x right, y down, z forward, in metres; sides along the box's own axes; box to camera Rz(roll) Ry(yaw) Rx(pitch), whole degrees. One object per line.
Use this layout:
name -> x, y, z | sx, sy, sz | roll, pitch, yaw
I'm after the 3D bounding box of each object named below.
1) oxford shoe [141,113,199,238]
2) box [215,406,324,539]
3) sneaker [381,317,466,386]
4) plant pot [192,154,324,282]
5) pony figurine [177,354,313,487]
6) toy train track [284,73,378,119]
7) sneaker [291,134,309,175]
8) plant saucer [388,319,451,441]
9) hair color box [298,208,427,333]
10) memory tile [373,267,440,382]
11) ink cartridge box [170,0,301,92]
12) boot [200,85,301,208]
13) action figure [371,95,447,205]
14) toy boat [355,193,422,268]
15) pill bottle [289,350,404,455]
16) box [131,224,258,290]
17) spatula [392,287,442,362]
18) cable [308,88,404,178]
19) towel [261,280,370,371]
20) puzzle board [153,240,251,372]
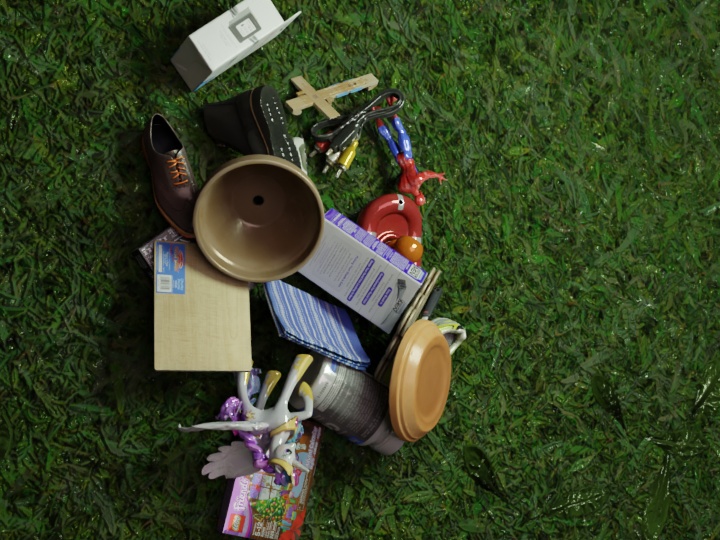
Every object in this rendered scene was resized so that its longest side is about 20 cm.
oxford shoe -> -0.291, -0.146, 1.338 | 0.070, 0.073, 0.202 | -22, 77, -21
box -> -0.145, 0.337, 1.415 | 0.135, 0.039, 0.203 | 18, 76, -25
sneaker -> 0.108, 0.153, 1.550 | 0.200, 0.076, 0.076 | -43, 107, -22
plant pot -> -0.156, -0.091, 1.334 | 0.197, 0.093, 0.204 | -3, 117, -6
pony figurine -> -0.160, 0.233, 1.318 | 0.168, 0.190, 0.203 | 70, 20, -51
toy train track -> -0.051, -0.306, 1.532 | 0.198, 0.033, 0.115 | -26, 62, -33
sneaker -> -0.129, -0.125, 1.469 | 0.087, 0.077, 0.204 | -4, 86, -1
plant saucer -> 0.105, 0.184, 1.432 | 0.199, 0.037, 0.204 | -20, 113, -60
hair color box -> 0.000, 0.000, 1.449 | 0.199, 0.110, 0.065 | 35, 24, 3
memory tile -> 0.080, 0.089, 1.473 | 0.017, 0.155, 0.200 | 29, 32, 7
ink cartridge box -> -0.204, -0.384, 1.415 | 0.200, 0.115, 0.067 | -42, 103, -26
boot -> -0.179, -0.192, 1.419 | 0.077, 0.136, 0.203 | -31, 114, -56
action figure -> 0.090, -0.213, 1.581 | 0.098, 0.065, 0.203 | -4, 74, -55
toy boat -> 0.064, -0.035, 1.514 | 0.129, 0.130, 0.204 | 4, 83, -28
pill bottle -> -0.013, 0.223, 1.456 | 0.199, 0.113, 0.115 | 34, 70, -20
box -> -0.240, -0.021, 1.394 | 0.199, 0.050, 0.159 | -39, 103, -26
spatula -> 0.114, 0.098, 1.552 | 0.021, 0.056, 0.201 | 62, 38, -34
cable -> -0.011, -0.256, 1.530 | 0.097, 0.051, 0.200 | 40, 72, 18
towel -> -0.072, 0.082, 1.413 | 0.199, 0.146, 0.024 | 28, 116, -40
puzzle board -> -0.243, 0.055, 1.325 | 0.148, 0.017, 0.203 | 4, 70, -24
